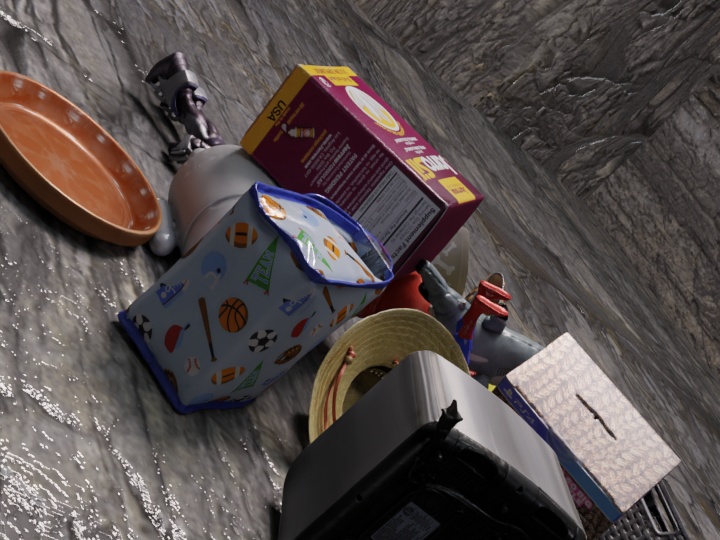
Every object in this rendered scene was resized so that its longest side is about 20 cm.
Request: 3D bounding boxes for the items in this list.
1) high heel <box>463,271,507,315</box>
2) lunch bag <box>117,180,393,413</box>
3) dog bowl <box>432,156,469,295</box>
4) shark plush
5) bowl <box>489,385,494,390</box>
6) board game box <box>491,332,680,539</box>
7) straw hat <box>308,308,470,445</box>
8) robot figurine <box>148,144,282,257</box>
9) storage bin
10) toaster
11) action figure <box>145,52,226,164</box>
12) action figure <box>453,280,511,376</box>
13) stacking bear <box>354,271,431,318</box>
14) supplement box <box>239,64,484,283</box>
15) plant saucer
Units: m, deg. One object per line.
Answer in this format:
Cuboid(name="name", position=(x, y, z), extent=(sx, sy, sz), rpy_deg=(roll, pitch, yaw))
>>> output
Cuboid(name="high heel", position=(0.110, 0.073, 1.444), extent=(0.071, 0.144, 0.200), rpy_deg=(20, 8, 10))
Cuboid(name="lunch bag", position=(-0.076, 0.024, 1.144), extent=(0.125, 0.170, 0.199), rpy_deg=(55, 19, 19))
Cuboid(name="dog bowl", position=(0.073, -0.043, 1.718), extent=(0.058, 0.202, 0.201), rpy_deg=(-5, 37, -17))
Cuboid(name="shark plush", position=(0.117, 0.047, 1.352), extent=(0.201, 0.083, 0.091), rpy_deg=(55, 36, -24))
Cuboid(name="bowl", position=(0.193, 0.190, 1.559), extent=(0.200, 0.108, 0.201), rpy_deg=(42, 16, -15))
Cuboid(name="board game box", position=(0.176, 0.189, 1.303), extent=(0.096, 0.201, 0.160), rpy_deg=(-29, 71, -38))
Cuboid(name="straw hat", position=(0.005, 0.126, 1.234), extent=(0.084, 0.203, 0.200), rpy_deg=(-1, -28, 48))
Cuboid(name="robot figurine", position=(-0.120, -0.041, 1.298), extent=(0.167, 0.114, 0.201), rpy_deg=(-6, 36, -15))
Cuboid(name="storage bin", position=(0.290, 0.283, 1.458), extent=(0.200, 0.093, 0.137), rpy_deg=(62, 5, -62))
Cuboid(name="toaster", position=(0.057, 0.179, 1.043), extent=(0.180, 0.200, 0.119), rpy_deg=(38, 21, -23))
Cuboid(name="action figure", position=(-0.171, -0.144, 1.531), extent=(0.201, 0.069, 0.130), rpy_deg=(58, 12, 27))
Cuboid(name="action figure", position=(0.085, 0.109, 1.308), extent=(0.051, 0.201, 0.066), rpy_deg=(27, 23, -5))
Cuboid(name="stacking bear", position=(0.000, 0.000, 1.413), extent=(0.199, 0.123, 0.114), rpy_deg=(32, 19, 11))
Cuboid(name="supplement box", position=(0.003, -0.096, 1.321), extent=(0.200, 0.103, 0.131), rpy_deg=(44, 19, 10))
Cuboid(name="plant saucer", position=(-0.261, -0.095, 1.215), extent=(0.200, 0.032, 0.201), rpy_deg=(42, 15, -13))
